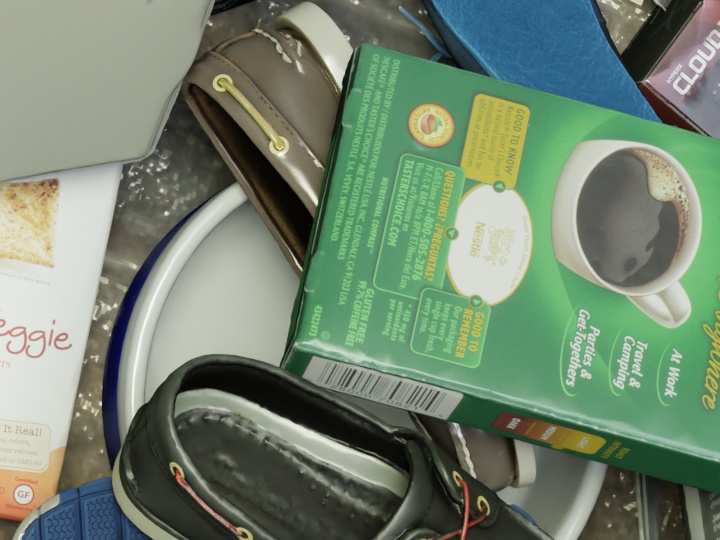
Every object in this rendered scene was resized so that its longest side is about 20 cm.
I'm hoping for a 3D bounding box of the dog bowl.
[{"bbox_3d":[-0.003,0.052,1.090,0.198,0.079,0.202,1,86,-14],"label":"dog bowl"}]

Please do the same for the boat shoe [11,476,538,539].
[{"bbox_3d":[-0.033,0.120,0.994,0.198,0.072,0.073,5,68,-14],"label":"boat shoe"}]

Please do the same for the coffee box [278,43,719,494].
[{"bbox_3d":[0.080,0.004,0.965,0.198,0.044,0.124,14,68,-5],"label":"coffee box"}]

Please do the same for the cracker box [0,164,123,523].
[{"bbox_3d":[-0.169,-0.011,1.062,0.133,0.058,0.202,12,83,-13],"label":"cracker box"}]

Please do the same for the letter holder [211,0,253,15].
[{"bbox_3d":[-0.044,-0.185,1.028,0.100,0.200,0.143,-20,91,-18],"label":"letter holder"}]

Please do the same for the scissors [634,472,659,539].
[{"bbox_3d":[0.110,0.040,1.084,0.014,0.200,0.073,-23,112,26],"label":"scissors"}]

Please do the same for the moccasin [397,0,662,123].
[{"bbox_3d":[0.065,-0.079,1.109,0.080,0.068,0.201,-16,63,-12],"label":"moccasin"}]

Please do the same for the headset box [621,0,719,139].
[{"bbox_3d":[0.206,-0.083,1.152,0.200,0.075,0.149,38,79,-10],"label":"headset box"}]

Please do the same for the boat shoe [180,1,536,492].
[{"bbox_3d":[0.000,0.000,1.016,0.059,0.072,0.201,-26,88,-17],"label":"boat shoe"}]

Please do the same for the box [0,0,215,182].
[{"bbox_3d":[-0.144,-0.147,0.992,0.108,0.128,0.201,-11,60,-28],"label":"box"}]

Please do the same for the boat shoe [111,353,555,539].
[{"bbox_3d":[0.011,0.095,0.941,0.200,0.063,0.074,27,56,-5],"label":"boat shoe"}]

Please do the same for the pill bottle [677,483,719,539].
[{"bbox_3d":[0.178,0.076,1.038,0.115,0.117,0.201,4,59,-14],"label":"pill bottle"}]
